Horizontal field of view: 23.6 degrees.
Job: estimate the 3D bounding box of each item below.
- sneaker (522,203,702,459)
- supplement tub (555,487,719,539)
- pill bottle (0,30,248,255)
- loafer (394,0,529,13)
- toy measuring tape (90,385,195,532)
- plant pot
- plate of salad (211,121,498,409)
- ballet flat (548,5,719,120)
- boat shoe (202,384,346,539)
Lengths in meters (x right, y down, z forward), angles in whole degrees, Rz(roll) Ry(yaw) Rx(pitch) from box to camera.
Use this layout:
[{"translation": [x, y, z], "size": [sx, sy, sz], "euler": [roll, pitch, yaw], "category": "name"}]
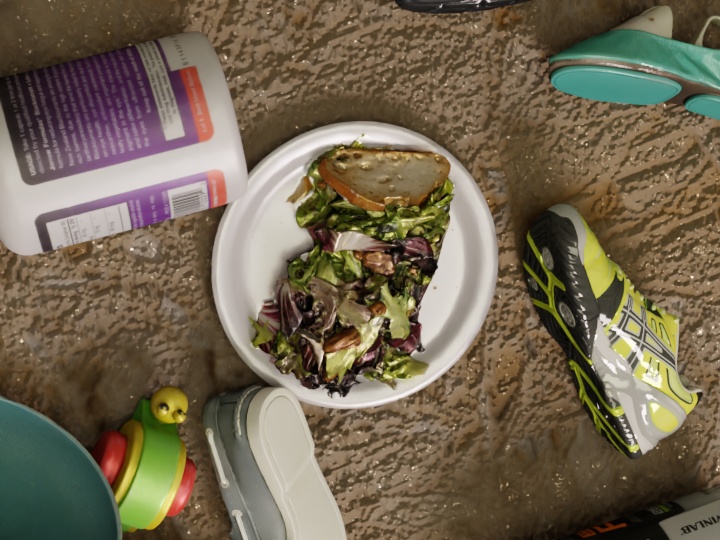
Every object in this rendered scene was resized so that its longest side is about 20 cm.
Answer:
[{"translation": [0.176, 0.034, 1.204], "size": [0.076, 0.075, 0.200], "euler": [-31, 118, -12], "category": "sneaker"}, {"translation": [0.188, 0.239, 1.219], "size": [0.200, 0.123, 0.123], "euler": [-17, 105, -9], "category": "supplement tub"}, {"translation": [-0.179, -0.073, 1.071], "size": [0.200, 0.111, 0.112], "euler": [-15, 105, -10], "category": "pill bottle"}, {"translation": [0.113, -0.214, 1.133], "size": [0.200, 0.068, 0.070], "euler": [-15, 97, -15], "category": "loafer"}, {"translation": [-0.162, 0.170, 1.151], "size": [0.074, 0.074, 0.200], "euler": [23, 96, -17], "category": "toy measuring tape"}, {"translation": [-0.265, 0.193, 1.086], "size": [0.200, 0.200, 0.135], "euler": [14, 133, -15], "category": "plant pot"}, {"translation": [0.000, 0.000, 1.162], "size": [0.200, 0.048, 0.200], "euler": [-3, 103, -13], "category": "plate of salad"}, {"translation": [0.220, -0.143, 1.180], "size": [0.200, 0.067, 0.070], "euler": [10, 76, -15], "category": "ballet flat"}, {"translation": [-0.059, 0.170, 1.190], "size": [0.062, 0.073, 0.200], "euler": [0, 116, 31], "category": "boat shoe"}]
